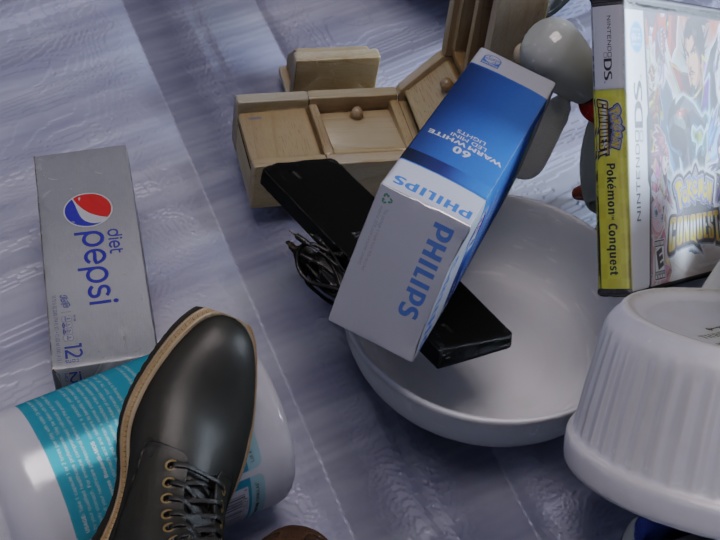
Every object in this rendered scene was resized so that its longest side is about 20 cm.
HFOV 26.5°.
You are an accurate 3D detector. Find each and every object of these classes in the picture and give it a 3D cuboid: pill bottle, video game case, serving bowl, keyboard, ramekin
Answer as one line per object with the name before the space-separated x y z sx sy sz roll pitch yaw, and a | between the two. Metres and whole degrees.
pill bottle | -0.145 0.116 0.879 0.198 0.112 0.111 -20 50 -23
video game case | 0.203 -0.083 1.002 0.025 0.184 0.199 0 5 33
serving bowl | 0.084 0.041 0.999 0.197 0.066 0.202 2 45 -2
keyboard | 0.000 0.000 0.974 0.103 0.040 0.200 -6 41 -43
ramekin | 0.216 0.074 0.847 0.199 0.096 0.203 7 13 -2

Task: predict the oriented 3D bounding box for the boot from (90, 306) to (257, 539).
boot | -0.080 0.121 0.772 0.077 0.138 0.203 19 83 -23

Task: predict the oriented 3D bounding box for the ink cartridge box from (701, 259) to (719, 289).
ink cartridge box | 0.308 0.027 1.013 0.143 0.084 0.200 26 51 21

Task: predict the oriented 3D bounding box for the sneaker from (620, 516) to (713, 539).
sneaker | 0.234 0.161 0.877 0.198 0.089 0.076 -14 46 -18

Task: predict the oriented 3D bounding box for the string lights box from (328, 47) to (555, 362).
string lights box | 0.054 -0.045 0.929 0.058 0.104 0.200 26 35 6

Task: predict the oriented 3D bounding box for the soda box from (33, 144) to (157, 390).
soda box | -0.175 0.008 1.015 0.067 0.064 0.201 -8 47 -10

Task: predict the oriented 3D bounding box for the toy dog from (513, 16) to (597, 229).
toy dog | 0.158 -0.096 1.071 0.132 0.202 0.096 -37 28 -33

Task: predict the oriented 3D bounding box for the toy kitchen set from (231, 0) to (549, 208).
toy kitchen set | 0.007 -0.169 1.116 0.197 0.182 0.164 -5 45 -15

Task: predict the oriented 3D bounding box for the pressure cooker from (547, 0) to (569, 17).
pressure cooker | 0.103 -0.321 1.275 0.199 0.177 0.178 33 48 21

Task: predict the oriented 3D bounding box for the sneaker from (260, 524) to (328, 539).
sneaker | -0.037 0.175 0.810 0.069 0.077 0.200 2 20 1
